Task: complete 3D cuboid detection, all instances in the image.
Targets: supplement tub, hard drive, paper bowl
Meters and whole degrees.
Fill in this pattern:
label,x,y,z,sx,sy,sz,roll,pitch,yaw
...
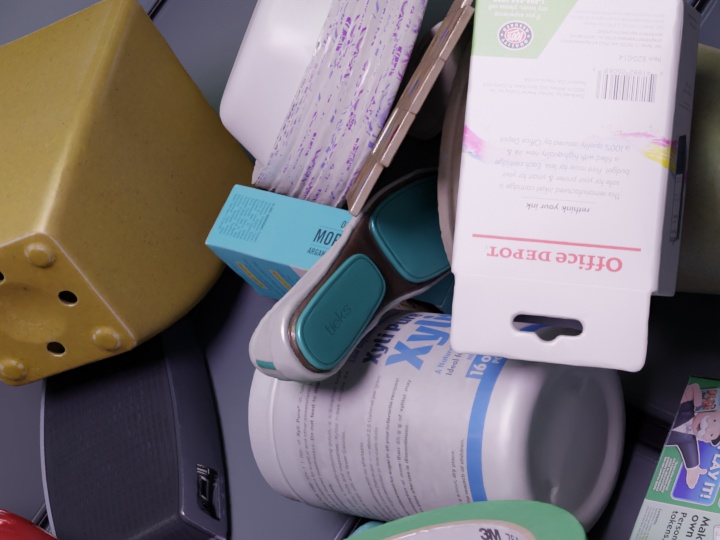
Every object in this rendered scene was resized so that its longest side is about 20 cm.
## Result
label,x,y,z,sx,sy,sz,roll,pitch,yaw
supplement tub,0.046,0.091,1.187,0.199,0.132,0.132,5,63,37
hard drive,-0.164,0.125,1.376,0.135,0.042,0.201,-28,47,16
paper bowl,-0.029,-0.149,1.360,0.201,0.104,0.201,-160,90,-84

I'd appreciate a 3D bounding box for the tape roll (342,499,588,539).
label,x,y,z,sx,sy,sz,roll,pitch,yaw
tape roll,0.028,0.184,1.021,0.200,0.048,0.200,-18,14,4

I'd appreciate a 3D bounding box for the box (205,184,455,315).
label,x,y,z,sx,sy,sz,roll,pitch,yaw
box,0.000,0.000,1.307,0.199,0.082,0.049,15,71,36

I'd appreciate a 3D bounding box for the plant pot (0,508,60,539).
label,x,y,z,sx,sy,sz,roll,pitch,yaw
plant pot,-0.268,0.239,1.268,0.201,0.200,0.182,-52,37,-7

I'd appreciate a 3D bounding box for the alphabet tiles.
label,x,y,z,sx,sy,sz,roll,pitch,yaw
alphabet tiles,0.035,-0.110,1.175,0.168,0.008,0.200,-61,4,4

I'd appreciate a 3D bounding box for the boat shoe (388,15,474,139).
label,x,y,z,sx,sy,sz,roll,pitch,yaw
boat shoe,0.078,-0.146,1.336,0.063,0.073,0.200,-47,9,-25

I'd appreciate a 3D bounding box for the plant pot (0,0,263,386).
label,x,y,z,sx,sy,sz,roll,pitch,yaw
plant pot,-0.209,-0.035,1.386,0.195,0.194,0.200,-19,36,24

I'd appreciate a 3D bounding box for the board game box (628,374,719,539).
label,x,y,z,sx,sy,sz,roll,pitch,yaw
board game box,0.213,0.160,1.090,0.134,0.029,0.201,8,64,38

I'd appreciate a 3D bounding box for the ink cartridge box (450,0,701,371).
label,x,y,z,sx,sy,sz,roll,pitch,yaw
ink cartridge box,0.117,-0.049,1.080,0.117,0.067,0.201,6,90,18

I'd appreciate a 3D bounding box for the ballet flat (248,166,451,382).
label,x,y,z,sx,sy,sz,roll,pitch,yaw
ballet flat,0.000,0.000,1.181,0.069,0.070,0.200,6,36,38

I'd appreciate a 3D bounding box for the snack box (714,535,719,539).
label,x,y,z,sx,sy,sz,roll,pitch,yaw
snack box,0.206,0.241,0.914,0.067,0.200,0.169,4,62,37

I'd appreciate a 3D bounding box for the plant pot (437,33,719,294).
label,x,y,z,sx,sy,sz,roll,pitch,yaw
plant pot,0.172,-0.064,1.183,0.183,0.201,0.201,12,67,29

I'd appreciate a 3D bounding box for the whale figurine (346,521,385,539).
label,x,y,z,sx,sy,sz,roll,pitch,yaw
whale figurine,0.002,0.212,1.151,0.199,0.104,0.160,-16,51,26
